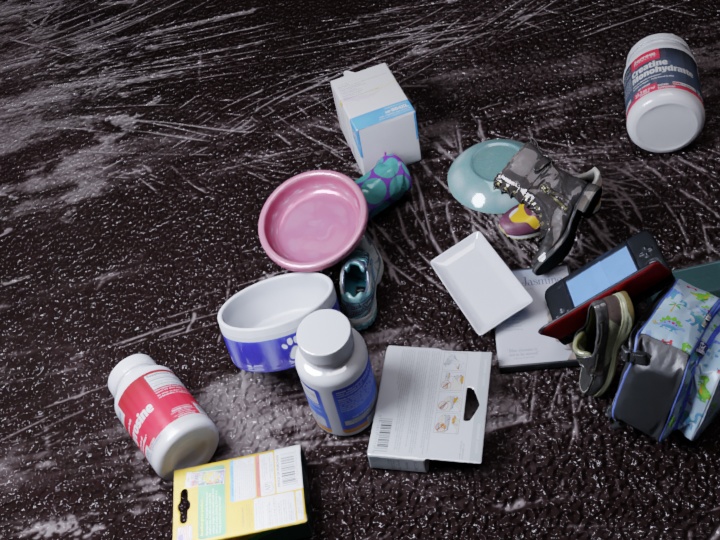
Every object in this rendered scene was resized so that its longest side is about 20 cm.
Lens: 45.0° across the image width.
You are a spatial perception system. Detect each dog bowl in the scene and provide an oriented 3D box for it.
[{"bbox_3d":[-0.129,0.082,1.424,0.196,0.080,0.201,-13,22,6],"label":"dog bowl"}]

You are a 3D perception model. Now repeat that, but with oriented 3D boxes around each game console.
[{"bbox_3d":[0.358,0.015,1.318,0.198,0.119,0.174,-33,37,21],"label":"game console"}]

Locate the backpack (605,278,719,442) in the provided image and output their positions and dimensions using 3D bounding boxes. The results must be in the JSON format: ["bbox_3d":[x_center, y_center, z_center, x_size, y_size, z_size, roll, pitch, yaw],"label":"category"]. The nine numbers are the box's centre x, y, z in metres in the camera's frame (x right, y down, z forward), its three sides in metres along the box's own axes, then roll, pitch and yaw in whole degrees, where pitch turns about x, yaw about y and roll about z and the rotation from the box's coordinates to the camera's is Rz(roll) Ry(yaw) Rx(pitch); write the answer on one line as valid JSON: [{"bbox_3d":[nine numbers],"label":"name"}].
[{"bbox_3d":[0.462,0.129,1.242,0.145,0.185,0.200,24,48,25],"label":"backpack"}]

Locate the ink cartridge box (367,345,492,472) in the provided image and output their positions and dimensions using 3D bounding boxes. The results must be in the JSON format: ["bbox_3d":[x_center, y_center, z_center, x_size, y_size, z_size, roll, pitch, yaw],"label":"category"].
[{"bbox_3d":[0.110,0.211,1.336,0.170,0.044,0.202,2,50,13],"label":"ink cartridge box"}]

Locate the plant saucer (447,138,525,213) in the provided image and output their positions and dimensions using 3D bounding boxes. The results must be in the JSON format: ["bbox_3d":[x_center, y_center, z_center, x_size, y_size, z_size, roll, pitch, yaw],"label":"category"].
[{"bbox_3d":[0.262,-0.193,1.654,0.197,0.039,0.204,-6,50,7],"label":"plant saucer"}]

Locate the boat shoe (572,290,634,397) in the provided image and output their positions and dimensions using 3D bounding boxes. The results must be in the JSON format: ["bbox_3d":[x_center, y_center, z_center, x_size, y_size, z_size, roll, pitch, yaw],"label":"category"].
[{"bbox_3d":[0.340,0.108,1.265,0.065,0.203,0.073,0,46,-6],"label":"boat shoe"}]

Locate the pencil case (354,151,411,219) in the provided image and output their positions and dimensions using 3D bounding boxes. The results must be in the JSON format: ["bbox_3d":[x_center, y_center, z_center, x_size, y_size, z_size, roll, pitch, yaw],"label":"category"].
[{"bbox_3d":[0.000,-0.137,1.632,0.199,0.086,0.093,-34,64,-18],"label":"pencil case"}]

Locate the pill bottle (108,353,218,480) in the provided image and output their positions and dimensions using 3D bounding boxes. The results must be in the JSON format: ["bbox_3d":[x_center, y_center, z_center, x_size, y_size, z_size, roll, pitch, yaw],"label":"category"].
[{"bbox_3d":[-0.317,0.224,1.371,0.112,0.113,0.200,-35,51,-19],"label":"pill bottle"}]

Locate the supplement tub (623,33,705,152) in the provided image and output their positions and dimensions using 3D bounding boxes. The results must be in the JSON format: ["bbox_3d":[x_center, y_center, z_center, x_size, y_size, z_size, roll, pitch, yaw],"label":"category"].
[{"bbox_3d":[0.570,-0.337,1.643,0.137,0.142,0.202,0,50,12],"label":"supplement tub"}]

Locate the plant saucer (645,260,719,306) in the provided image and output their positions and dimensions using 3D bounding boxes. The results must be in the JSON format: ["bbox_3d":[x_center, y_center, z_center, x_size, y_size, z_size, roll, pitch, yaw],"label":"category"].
[{"bbox_3d":[0.560,0.018,1.423,0.196,0.019,0.071,-12,49,1],"label":"plant saucer"}]

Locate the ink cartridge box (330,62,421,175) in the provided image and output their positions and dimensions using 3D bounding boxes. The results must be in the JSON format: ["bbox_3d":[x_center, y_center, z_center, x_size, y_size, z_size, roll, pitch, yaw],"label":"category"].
[{"bbox_3d":[0.027,-0.310,1.745,0.123,0.130,0.202,-19,49,-5],"label":"ink cartridge box"}]

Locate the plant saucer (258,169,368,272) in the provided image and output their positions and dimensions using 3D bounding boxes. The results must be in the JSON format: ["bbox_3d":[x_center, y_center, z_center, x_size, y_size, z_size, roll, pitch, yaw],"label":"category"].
[{"bbox_3d":[-0.079,-0.080,1.520,0.196,0.051,0.204,-7,58,11],"label":"plant saucer"}]

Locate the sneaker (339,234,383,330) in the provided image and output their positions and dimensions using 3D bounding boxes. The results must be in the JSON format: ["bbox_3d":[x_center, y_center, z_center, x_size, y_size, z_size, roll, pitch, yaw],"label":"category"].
[{"bbox_3d":[0.000,0.000,1.512,0.076,0.087,0.203,-6,49,5],"label":"sneaker"}]

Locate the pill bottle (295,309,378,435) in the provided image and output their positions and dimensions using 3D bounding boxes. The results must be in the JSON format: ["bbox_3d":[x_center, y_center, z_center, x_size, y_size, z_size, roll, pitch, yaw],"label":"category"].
[{"bbox_3d":[-0.037,0.152,1.313,0.110,0.202,0.113,-6,48,6],"label":"pill bottle"}]

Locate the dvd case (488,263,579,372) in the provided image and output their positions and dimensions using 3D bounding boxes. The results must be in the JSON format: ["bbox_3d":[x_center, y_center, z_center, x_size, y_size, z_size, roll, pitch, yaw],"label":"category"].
[{"bbox_3d":[0.289,0.075,1.431,0.140,0.018,0.202,-6,48,8],"label":"dvd case"}]

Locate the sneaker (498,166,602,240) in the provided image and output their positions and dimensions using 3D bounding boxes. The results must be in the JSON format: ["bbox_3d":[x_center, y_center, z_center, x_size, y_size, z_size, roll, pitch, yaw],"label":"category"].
[{"bbox_3d":[0.336,-0.126,1.546,0.197,0.091,0.075,-21,48,-7],"label":"sneaker"}]

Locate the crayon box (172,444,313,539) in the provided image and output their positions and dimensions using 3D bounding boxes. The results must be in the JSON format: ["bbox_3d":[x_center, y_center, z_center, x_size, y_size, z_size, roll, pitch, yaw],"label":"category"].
[{"bbox_3d":[-0.174,0.341,1.280,0.196,0.052,0.127,-11,48,2],"label":"crayon box"}]

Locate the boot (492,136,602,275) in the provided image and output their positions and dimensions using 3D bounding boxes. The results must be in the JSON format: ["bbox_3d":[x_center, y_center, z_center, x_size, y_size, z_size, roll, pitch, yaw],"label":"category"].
[{"bbox_3d":[0.299,-0.110,1.491,0.173,0.069,0.201,33,85,25],"label":"boot"}]

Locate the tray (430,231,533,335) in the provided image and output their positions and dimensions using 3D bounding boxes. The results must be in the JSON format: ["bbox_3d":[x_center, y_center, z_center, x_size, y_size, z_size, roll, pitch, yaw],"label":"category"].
[{"bbox_3d":[0.204,0.022,1.474,0.106,0.022,0.201,-33,44,2],"label":"tray"}]
